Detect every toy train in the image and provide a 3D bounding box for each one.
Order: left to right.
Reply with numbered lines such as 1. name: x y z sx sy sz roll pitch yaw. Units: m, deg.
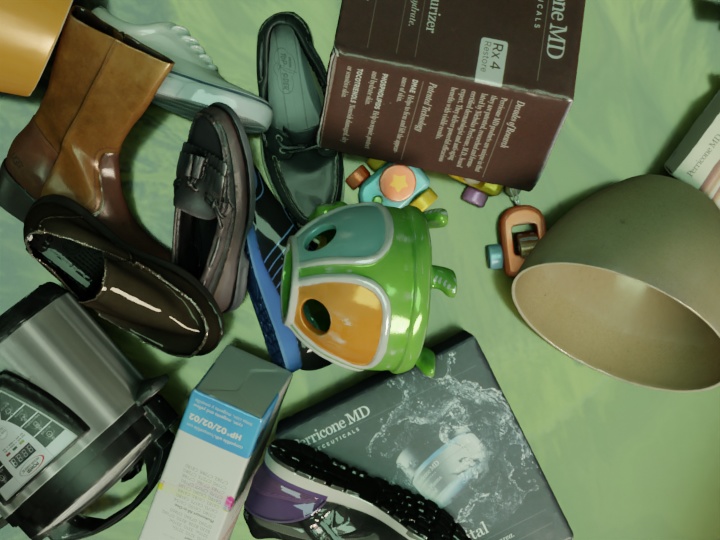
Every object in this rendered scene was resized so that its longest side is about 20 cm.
1. toy train: 0.084 -0.050 1.580 0.199 0.056 0.151 -2 91 -2

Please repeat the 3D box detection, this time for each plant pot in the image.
1. plant pot: -0.345 -0.242 1.509 0.183 0.200 0.201 22 91 -15
2. plant pot: 0.248 -0.003 1.533 0.200 0.200 0.135 27 66 -2

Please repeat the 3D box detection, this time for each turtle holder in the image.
1. turtle holder: 0.002 -0.003 1.480 0.131 0.141 0.186 5 59 -9

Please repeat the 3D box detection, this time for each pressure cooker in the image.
1. pressure cooker: -0.261 0.131 1.518 0.200 0.176 0.179 49 61 -2

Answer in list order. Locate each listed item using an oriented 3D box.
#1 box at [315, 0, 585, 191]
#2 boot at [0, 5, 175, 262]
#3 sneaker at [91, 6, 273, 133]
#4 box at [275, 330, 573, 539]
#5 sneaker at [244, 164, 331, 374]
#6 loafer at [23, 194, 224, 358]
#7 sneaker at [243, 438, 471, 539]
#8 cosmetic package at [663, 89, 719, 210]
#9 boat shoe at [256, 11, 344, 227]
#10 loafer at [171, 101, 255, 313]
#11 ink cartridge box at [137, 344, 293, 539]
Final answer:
1. box: 0.077 -0.191 1.499 0.199 0.164 0.166 11 65 -2
2. boot: -0.208 -0.104 1.539 0.188 0.068 0.200 36 114 10
3. sneaker: -0.164 -0.181 1.552 0.200 0.073 0.071 21 80 8
4. box: 0.053 0.184 1.555 0.196 0.117 0.200 -27 90 -1
5. sneaker: -0.064 -0.008 1.578 0.078 0.070 0.201 -17 90 -17
6. loafer: -0.210 0.017 1.502 0.200 0.071 0.073 33 115 -3
7. sneaker: -0.001 0.221 1.472 0.200 0.076 0.088 26 106 4
8. cosmetic package: 0.381 -0.071 1.564 0.200 0.087 0.103 34 101 -1
9. boat shoe: -0.054 -0.134 1.570 0.074 0.066 0.200 -5 92 -2
10. loafer: -0.133 -0.045 1.520 0.063 0.072 0.200 -22 128 -37
11. ink cartridge box: -0.132 0.180 1.528 0.068 0.115 0.200 23 110 4
